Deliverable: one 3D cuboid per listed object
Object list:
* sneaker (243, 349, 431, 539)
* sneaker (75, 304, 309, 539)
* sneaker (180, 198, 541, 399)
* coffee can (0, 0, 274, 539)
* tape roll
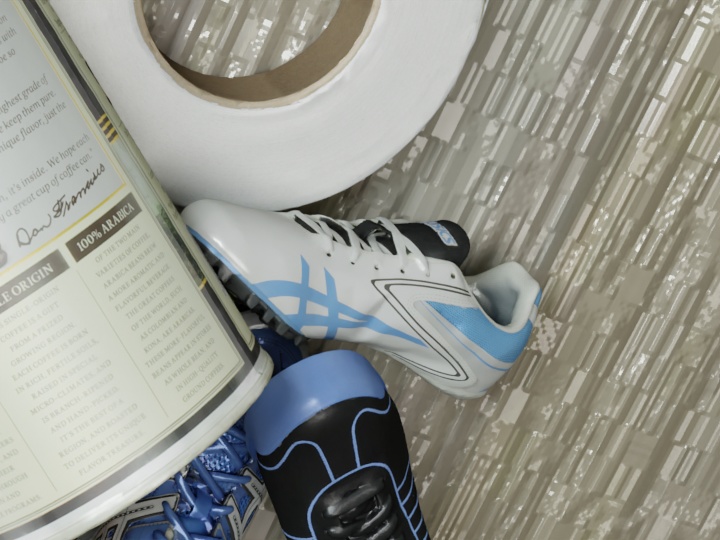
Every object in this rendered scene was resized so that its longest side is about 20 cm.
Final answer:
[{"bbox_3d":[0.002,0.112,0.913,0.070,0.078,0.200,-27,147,-8],"label":"sneaker"},{"bbox_3d":[-0.075,0.110,0.929,0.075,0.077,0.201,22,101,-25],"label":"sneaker"},{"bbox_3d":[0.000,0.000,0.901,0.199,0.072,0.073,21,103,-44],"label":"sneaker"},{"bbox_3d":[-0.144,-0.010,0.782,0.146,0.146,0.201,-32,102,-5],"label":"coffee can"},{"bbox_3d":[-0.044,-0.122,0.864,0.201,0.037,0.204,-8,114,-18],"label":"tape roll"}]
